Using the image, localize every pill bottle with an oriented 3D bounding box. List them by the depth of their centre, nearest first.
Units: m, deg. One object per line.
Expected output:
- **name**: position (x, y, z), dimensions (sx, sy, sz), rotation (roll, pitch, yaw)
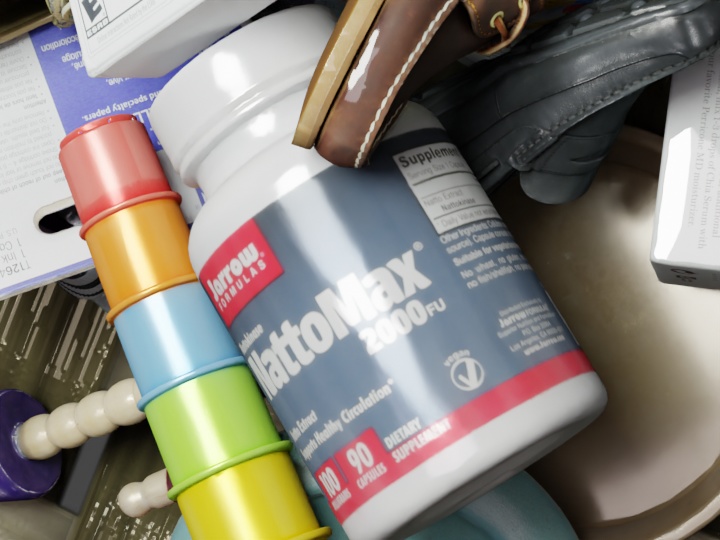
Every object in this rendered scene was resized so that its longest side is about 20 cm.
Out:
- **pill bottle**: position (0.000, 0.000, 0.824), dimensions (0.119, 0.120, 0.200), rotation (-35, 78, 15)

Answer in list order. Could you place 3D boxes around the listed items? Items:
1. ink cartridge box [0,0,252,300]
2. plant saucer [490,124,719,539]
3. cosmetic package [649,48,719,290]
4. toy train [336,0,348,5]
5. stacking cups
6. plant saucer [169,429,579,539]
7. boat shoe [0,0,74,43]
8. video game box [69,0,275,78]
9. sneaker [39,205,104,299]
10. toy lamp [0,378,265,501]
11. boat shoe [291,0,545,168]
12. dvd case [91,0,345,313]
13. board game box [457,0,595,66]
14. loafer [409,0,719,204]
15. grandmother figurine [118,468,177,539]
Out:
- **ink cartridge box**: position (-0.146, -0.089, 0.934), dimensions (0.197, 0.047, 0.201), rotation (-19, 77, -10)
- **plant saucer**: position (0.097, 0.033, 0.916), dimensions (0.199, 0.029, 0.201), rotation (-1, 88, 21)
- **cosmetic package**: position (0.224, -0.036, 0.832), dimensions (0.199, 0.071, 0.102), rotation (7, 84, 13)
- **toy train**: position (-0.026, -0.188, 0.894), dimensions (0.200, 0.116, 0.085), rotation (43, 73, 8)
- **stacking cups**: position (-0.075, 0.030, 0.854), dimensions (0.060, 0.060, 0.201), rotation (-25, 81, 17)
- **plant saucer**: position (0.006, 0.162, 0.901), dimensions (0.199, 0.027, 0.201), rotation (2, 108, 5)
- **boat shoe**: position (-0.153, -0.120, 0.888), dimensions (0.199, 0.073, 0.063), rotation (-16, 76, 1)
- **video game box**: position (-0.056, -0.194, 0.780), dimensions (0.200, 0.047, 0.183), rotation (-25, 77, 44)
- **sneaker**: position (-0.175, -0.076, 0.988), dimensions (0.200, 0.074, 0.088), rotation (40, 82, 12)
- **toy lamp**: position (-0.121, 0.065, 0.970), dimensions (0.199, 0.058, 0.058), rotation (-23, 80, 25)
- **boat shoe**: position (0.041, -0.120, 0.779), dimensions (0.070, 0.070, 0.200), rotation (29, 71, -4)
- **dvd case**: position (-0.088, -0.078, 0.992), dimensions (0.146, 0.022, 0.200), rotation (40, 102, 17)
- **board game box**: position (0.120, -0.165, 0.876), dimensions (0.199, 0.105, 0.103), rotation (-12, 83, 19)
- **loafer**: position (0.081, -0.065, 0.848), dimensions (0.200, 0.068, 0.071), rotation (-24, 98, 49)
- **grandmother figurine**: position (-0.052, 0.129, 0.936), dimensions (0.121, 0.061, 0.200), rotation (30, 113, -26)
